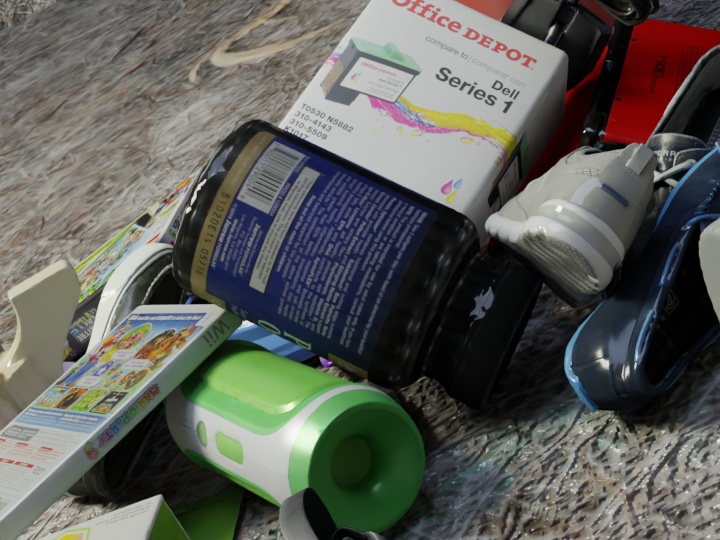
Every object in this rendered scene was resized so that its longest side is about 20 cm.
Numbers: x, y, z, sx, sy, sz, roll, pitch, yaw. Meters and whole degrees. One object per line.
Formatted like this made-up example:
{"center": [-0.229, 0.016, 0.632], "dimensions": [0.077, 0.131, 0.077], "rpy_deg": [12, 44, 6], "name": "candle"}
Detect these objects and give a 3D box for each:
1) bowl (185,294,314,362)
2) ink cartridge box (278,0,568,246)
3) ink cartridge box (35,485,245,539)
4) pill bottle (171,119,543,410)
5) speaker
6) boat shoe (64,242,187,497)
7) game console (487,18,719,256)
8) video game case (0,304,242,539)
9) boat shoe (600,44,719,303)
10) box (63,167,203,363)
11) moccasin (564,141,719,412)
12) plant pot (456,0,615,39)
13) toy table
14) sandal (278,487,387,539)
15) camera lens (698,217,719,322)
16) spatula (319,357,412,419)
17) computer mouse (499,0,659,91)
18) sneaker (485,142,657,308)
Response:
{"center": [-0.043, 0.006, 1.132], "dimensions": [0.199, 0.040, 0.201], "rpy_deg": [-26, 20, 10], "name": "bowl"}
{"center": [0.032, -0.083, 1.038], "dimensions": [0.144, 0.084, 0.201], "rpy_deg": [28, 68, 17], "name": "ink cartridge box"}
{"center": [-0.156, 0.175, 0.865], "dimensions": [0.147, 0.076, 0.200], "rpy_deg": [-22, 24, 16], "name": "ink cartridge box"}
{"center": [0.000, 0.000, 0.898], "dimensions": [0.199, 0.112, 0.112], "rpy_deg": [26, 43, 10], "name": "pill bottle"}
{"center": [-0.044, 0.093, 0.896], "dimensions": [0.088, 0.089, 0.200], "rpy_deg": [-37, 23, -20], "name": "speaker"}
{"center": [-0.154, 0.069, 1.074], "dimensions": [0.063, 0.071, 0.201], "rpy_deg": [-1, 56, 33], "name": "boat shoe"}
{"center": [0.195, -0.089, 1.095], "dimensions": [0.171, 0.120, 0.200], "rpy_deg": [12, 34, 10], "name": "game console"}
{"center": [-0.175, 0.091, 0.949], "dimensions": [0.200, 0.018, 0.143], "rpy_deg": [-44, 20, -24], "name": "video game case"}
{"center": [0.191, -0.052, 0.914], "dimensions": [0.071, 0.068, 0.201], "rpy_deg": [10, 56, 40], "name": "boat shoe"}
{"center": [-0.194, 0.006, 1.238], "dimensions": [0.199, 0.035, 0.110], "rpy_deg": [-34, 22, 35], "name": "box"}
{"center": [0.193, 0.004, 0.837], "dimensions": [0.201, 0.080, 0.068], "rpy_deg": [-54, 21, -21], "name": "moccasin"}
{"center": [0.121, -0.233, 1.246], "dimensions": [0.199, 0.179, 0.200], "rpy_deg": [-23, 10, 4], "name": "plant pot"}
{"center": [-0.268, 0.085, 1.135], "dimensions": [0.183, 0.118, 0.200], "rpy_deg": [-35, 24, -15], "name": "toy table"}
{"center": [0.014, 0.166, 0.701], "dimensions": [0.043, 0.076, 0.200], "rpy_deg": [-32, 33, -5], "name": "sandal"}
{"center": [0.264, -0.002, 0.641], "dimensions": [0.199, 0.161, 0.160], "rpy_deg": [-29, 22, 0], "name": "camera lens"}
{"center": [0.011, 0.071, 0.965], "dimensions": [0.056, 0.021, 0.200], "rpy_deg": [-30, 23, 0], "name": "spatula"}
{"center": [0.107, -0.173, 1.057], "dimensions": [0.046, 0.140, 0.200], "rpy_deg": [-63, 6, -14], "name": "computer mouse"}
{"center": [0.130, -0.030, 0.885], "dimensions": [0.082, 0.075, 0.200], "rpy_deg": [-50, 6, -3], "name": "sneaker"}
